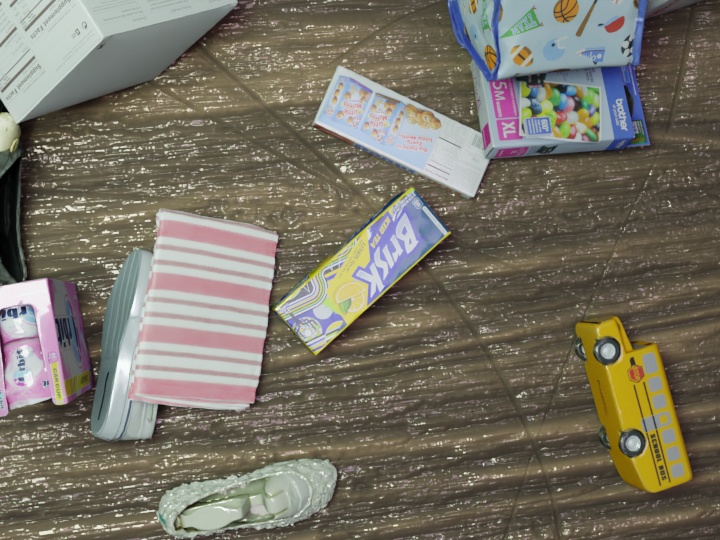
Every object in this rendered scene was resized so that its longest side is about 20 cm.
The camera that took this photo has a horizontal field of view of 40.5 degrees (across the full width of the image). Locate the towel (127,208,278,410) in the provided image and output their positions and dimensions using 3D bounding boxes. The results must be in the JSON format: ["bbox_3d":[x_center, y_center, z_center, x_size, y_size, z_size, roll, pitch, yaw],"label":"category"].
[{"bbox_3d":[-0.164,0.043,1.026,0.146,0.030,0.201,12,84,-39],"label":"towel"}]

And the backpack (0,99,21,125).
[{"bbox_3d":[-0.432,-0.131,0.947,0.154,0.200,0.191,40,80,7],"label":"backpack"}]

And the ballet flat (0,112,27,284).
[{"bbox_3d":[-0.351,-0.070,0.969,0.057,0.067,0.200,24,129,6],"label":"ballet flat"}]

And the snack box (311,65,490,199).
[{"bbox_3d":[0.050,-0.154,1.095,0.199,0.024,0.072,24,85,-8],"label":"snack box"}]

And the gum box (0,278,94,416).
[{"bbox_3d":[-0.311,0.071,0.944,0.066,0.200,0.114,-11,89,-9],"label":"gum box"}]

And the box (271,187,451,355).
[{"bbox_3d":[0.000,0.000,1.065,0.200,0.064,0.070,-42,96,-8],"label":"box"}]

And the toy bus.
[{"bbox_3d":[0.309,0.148,1.111,0.078,0.065,0.201,-16,92,-9],"label":"toy bus"}]

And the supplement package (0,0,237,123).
[{"bbox_3d":[-0.249,-0.246,0.937,0.111,0.156,0.200,58,37,-3],"label":"supplement package"}]

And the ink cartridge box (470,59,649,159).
[{"bbox_3d":[0.231,-0.194,1.105,0.199,0.042,0.120,-4,75,-11],"label":"ink cartridge box"}]

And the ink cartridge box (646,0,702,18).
[{"bbox_3d":[0.396,-0.390,1.092,0.199,0.147,0.145,-19,92,-9],"label":"ink cartridge box"}]

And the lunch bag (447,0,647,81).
[{"bbox_3d":[0.190,-0.289,1.047,0.169,0.200,0.124,-7,127,-9],"label":"lunch bag"}]

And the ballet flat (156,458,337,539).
[{"bbox_3d":[-0.117,0.252,1.042,0.199,0.072,0.072,-11,91,-10],"label":"ballet flat"}]

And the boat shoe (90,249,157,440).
[{"bbox_3d":[-0.234,0.081,1.033,0.067,0.073,0.201,15,86,-36],"label":"boat shoe"}]
